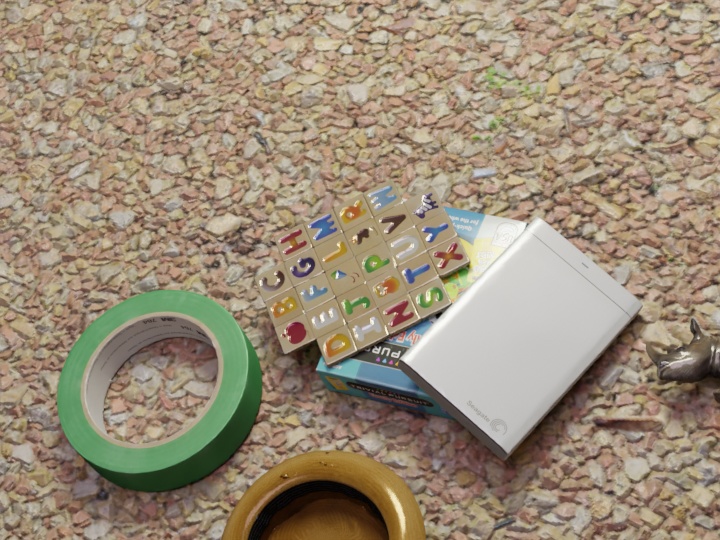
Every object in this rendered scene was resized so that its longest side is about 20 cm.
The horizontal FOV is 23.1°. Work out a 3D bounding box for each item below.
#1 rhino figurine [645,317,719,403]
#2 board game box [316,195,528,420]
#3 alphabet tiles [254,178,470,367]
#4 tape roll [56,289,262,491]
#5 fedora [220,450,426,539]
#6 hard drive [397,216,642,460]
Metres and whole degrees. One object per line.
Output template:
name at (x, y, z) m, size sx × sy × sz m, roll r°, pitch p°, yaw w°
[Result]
rhino figurine at (0.346, 0.095, 1.564) m, size 0.200 × 0.060 × 0.088 m, roll 17°, pitch 53°, yaw 27°
board game box at (0.064, 0.034, 1.699) m, size 0.151 × 0.047 × 0.200 m, roll 11°, pitch 64°, yaw 23°
alphabet tiles at (0.000, 0.000, 1.708) m, size 0.200 × 0.006 × 0.167 m, roll -27°, pitch 55°, yaw 4°
tape roll at (-0.197, 0.117, 1.733) m, size 0.200 × 0.048 × 0.201 m, roll -8°, pitch 59°, yaw 13°
fedora at (-0.027, 0.258, 1.575) m, size 0.200 × 0.082 × 0.201 m, roll -12°, pitch 55°, yaw 17°
hard drive at (0.149, 0.060, 1.630) m, size 0.132 × 0.027 × 0.200 m, roll 41°, pitch 70°, yaw 11°
